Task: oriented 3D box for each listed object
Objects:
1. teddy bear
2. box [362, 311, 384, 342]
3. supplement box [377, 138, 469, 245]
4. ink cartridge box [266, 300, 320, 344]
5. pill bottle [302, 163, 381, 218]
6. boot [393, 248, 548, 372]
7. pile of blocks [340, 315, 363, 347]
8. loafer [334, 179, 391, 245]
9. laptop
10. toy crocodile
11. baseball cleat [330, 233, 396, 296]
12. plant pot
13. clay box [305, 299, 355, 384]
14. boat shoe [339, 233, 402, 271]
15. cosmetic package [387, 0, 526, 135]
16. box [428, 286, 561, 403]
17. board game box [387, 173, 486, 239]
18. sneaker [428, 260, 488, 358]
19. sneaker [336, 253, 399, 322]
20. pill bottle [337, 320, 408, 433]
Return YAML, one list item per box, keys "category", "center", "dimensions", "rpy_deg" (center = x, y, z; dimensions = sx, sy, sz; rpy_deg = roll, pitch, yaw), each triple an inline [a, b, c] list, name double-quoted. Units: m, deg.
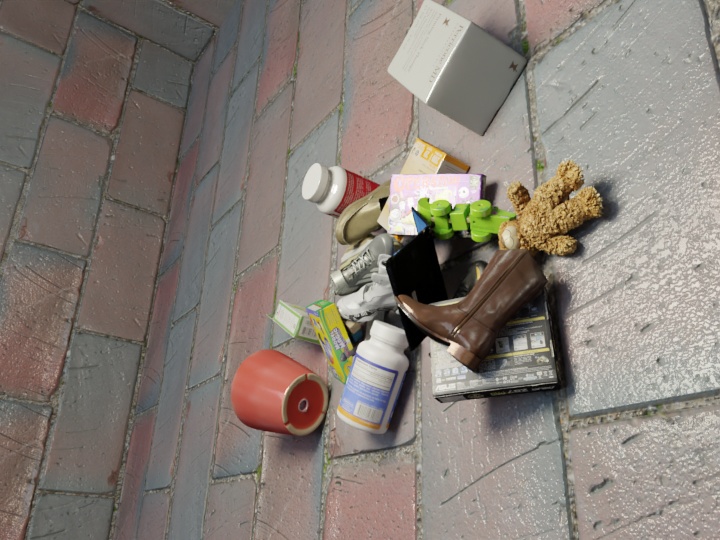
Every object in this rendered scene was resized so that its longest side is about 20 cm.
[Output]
- category: "teddy bear"
  center: [0.291, -0.084, 0.978]
  dimensions: [0.198, 0.066, 0.148]
  rpy_deg: [-21, 94, 44]
- category: "box"
  center: [0.033, 0.076, 1.347]
  dimensions: [0.039, 0.040, 0.205]
  rpy_deg: [117, 159, -70]
- category: "supplement box"
  center: [0.128, -0.159, 1.290]
  dimensions: [0.203, 0.072, 0.126]
  rpy_deg: [-64, 33, 14]
- category: "ink cartridge box"
  center: [-0.157, 0.127, 1.568]
  dimensions: [0.199, 0.102, 0.061]
  rpy_deg: [24, 94, 59]
- category: "pill bottle"
  center: [-0.033, -0.174, 1.431]
  dimensions: [0.112, 0.197, 0.115]
  rpy_deg: [-30, 50, 46]
- category: "boot"
  center: [0.173, 0.029, 0.971]
  dimensions: [0.185, 0.064, 0.201]
  rpy_deg: [37, 88, 25]
- category: "pile of blocks"
  center: [-0.014, 0.119, 1.363]
  dimensions: [0.062, 0.083, 0.200]
  rpy_deg: [-40, 4, -13]
- category: "loafer"
  center: [0.026, -0.130, 1.372]
  dimensions: [0.200, 0.076, 0.067]
  rpy_deg: [-43, 32, -7]
- category: "laptop"
  center: [0.094, 0.008, 1.112]
  dimensions: [0.102, 0.180, 0.199]
  rpy_deg: [7, 36, 44]
- category: "toy crocodile"
  center: [0.190, -0.098, 1.117]
  dimensions: [0.196, 0.069, 0.062]
  rpy_deg: [7, 40, 31]
- category: "baseball cleat"
  center: [0.000, 0.000, 1.272]
  dimensions: [0.071, 0.105, 0.201]
  rpy_deg: [60, 143, 25]
- category: "plant pot"
  center: [-0.183, 0.301, 1.459]
  dimensions: [0.175, 0.198, 0.205]
  rpy_deg: [6, 80, 47]
- category: "clay box"
  center: [-0.051, 0.166, 1.315]
  dimensions: [0.204, 0.047, 0.115]
  rpy_deg: [69, 164, -8]
- category: "boat shoe"
  center: [0.020, -0.051, 1.405]
  dimensions: [0.198, 0.074, 0.070]
  rpy_deg: [-23, 53, 45]
- category: "cosmetic package"
  center: [0.189, -0.411, 1.231]
  dimensions: [0.169, 0.164, 0.201]
  rpy_deg: [-58, 35, 20]
- category: "box"
  center: [0.208, 0.117, 0.975]
  dimensions: [0.196, 0.049, 0.165]
  rpy_deg: [-13, 62, 22]
- category: "board game box"
  center: [0.146, -0.126, 1.195]
  dimensions: [0.196, 0.032, 0.123]
  rpy_deg: [4, 86, 33]
- category: "sneaker"
  center: [0.178, 0.075, 1.082]
  dimensions: [0.069, 0.089, 0.205]
  rpy_deg: [12, 86, 58]
- category: "sneaker"
  center: [0.030, 0.033, 1.224]
  dimensions: [0.196, 0.117, 0.076]
  rpy_deg: [-8, 34, 24]
- category: "pill bottle"
  center: [0.033, 0.210, 1.224]
  dimensions: [0.111, 0.110, 0.204]
  rpy_deg: [20, 92, 58]
